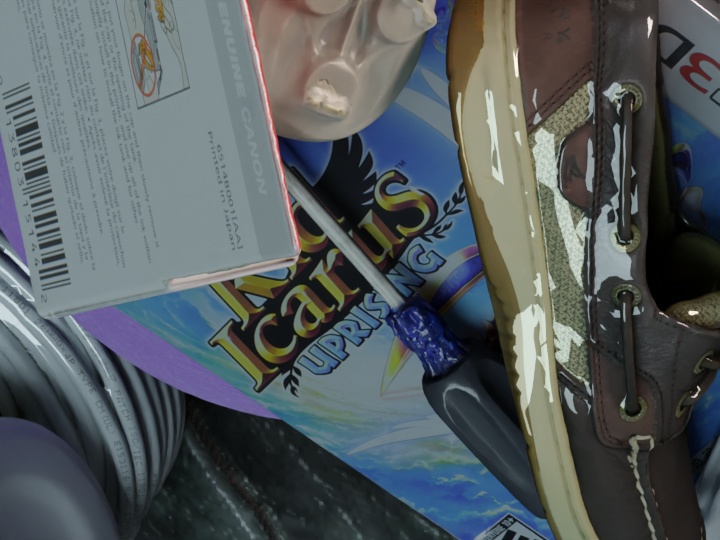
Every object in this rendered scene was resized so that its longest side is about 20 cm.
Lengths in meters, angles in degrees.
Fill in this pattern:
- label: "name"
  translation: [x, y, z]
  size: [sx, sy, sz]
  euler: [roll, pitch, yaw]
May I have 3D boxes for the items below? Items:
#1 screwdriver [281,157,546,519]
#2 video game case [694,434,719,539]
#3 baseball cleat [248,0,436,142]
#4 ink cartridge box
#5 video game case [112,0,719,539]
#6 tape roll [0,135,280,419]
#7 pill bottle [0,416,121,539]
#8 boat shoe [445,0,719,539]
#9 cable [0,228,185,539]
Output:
- label: "screwdriver"
  translation: [0.000, 0.000, 0.795]
  size: [0.028, 0.029, 0.200]
  euler: [-33, 113, 26]
- label: "video game case"
  translation: [0.178, 0.043, 0.832]
  size: [0.143, 0.018, 0.200]
  euler: [-3, 140, -18]
- label: "baseball cleat"
  translation: [0.006, -0.135, 0.743]
  size: [0.070, 0.106, 0.200]
  euler: [26, 94, -30]
- label: "ink cartridge box"
  translation: [-0.055, -0.094, 0.699]
  size: [0.176, 0.045, 0.200]
  euler: [-11, 91, 63]
- label: "video game case"
  translation: [0.055, -0.010, 0.825]
  size: [0.181, 0.045, 0.200]
  euler: [36, 121, -15]
- label: "tape roll"
  translation: [-0.030, -0.049, 0.907]
  size: [0.200, 0.066, 0.200]
  euler: [13, 127, 17]
- label: "pill bottle"
  translation: [-0.191, 0.121, 0.988]
  size: [0.200, 0.112, 0.113]
  euler: [-12, 117, 34]
- label: "boat shoe"
  translation: [0.075, 0.010, 0.765]
  size: [0.066, 0.072, 0.201]
  euler: [-8, 119, 19]
- label: "cable"
  translation: [-0.164, 0.039, 1.035]
  size: [0.200, 0.069, 0.200]
  euler: [43, 132, -8]
